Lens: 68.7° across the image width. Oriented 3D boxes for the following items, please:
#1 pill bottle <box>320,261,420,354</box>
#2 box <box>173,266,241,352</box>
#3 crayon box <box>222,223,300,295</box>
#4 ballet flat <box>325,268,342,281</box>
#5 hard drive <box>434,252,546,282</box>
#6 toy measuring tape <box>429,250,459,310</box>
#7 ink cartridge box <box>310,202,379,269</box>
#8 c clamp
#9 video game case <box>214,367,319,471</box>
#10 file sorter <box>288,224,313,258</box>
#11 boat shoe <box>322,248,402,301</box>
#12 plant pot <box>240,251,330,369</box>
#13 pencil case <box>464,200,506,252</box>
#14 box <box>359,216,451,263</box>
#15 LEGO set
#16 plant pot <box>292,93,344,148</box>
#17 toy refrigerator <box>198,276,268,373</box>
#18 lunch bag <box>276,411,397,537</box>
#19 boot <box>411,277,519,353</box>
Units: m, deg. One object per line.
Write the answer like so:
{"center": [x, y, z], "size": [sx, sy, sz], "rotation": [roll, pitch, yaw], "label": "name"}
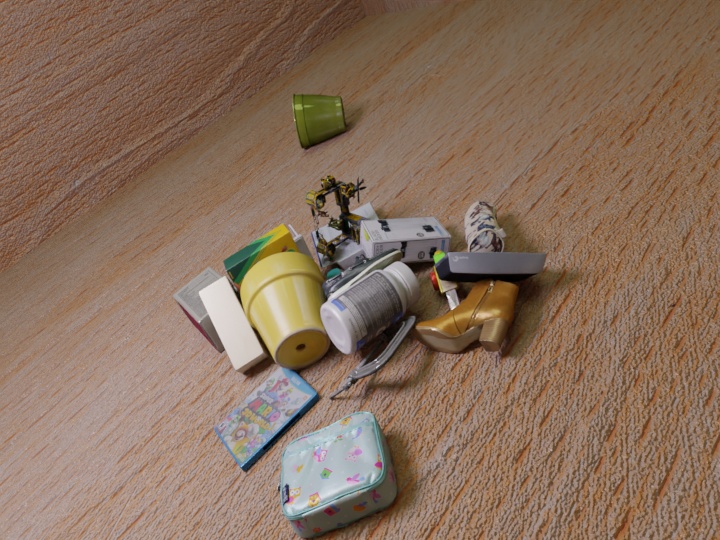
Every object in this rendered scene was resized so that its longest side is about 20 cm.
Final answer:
{"center": [0.024, 0.071, 1.081], "size": [0.197, 0.117, 0.113], "rotation": [-32, 34, -25], "label": "pill bottle"}
{"center": [-0.379, 0.097, 1.364], "size": [0.127, 0.111, 0.198], "rotation": [-40, 37, -20], "label": "box"}
{"center": [-0.209, 0.022, 1.270], "size": [0.169, 0.204, 0.058], "rotation": [-31, 34, -9], "label": "crayon box"}
{"center": [-0.034, 0.075, 1.211], "size": [0.068, 0.066, 0.203], "rotation": [-23, 38, 6], "label": "ballet flat"}
{"center": [0.254, -0.006, 1.045], "size": [0.191, 0.135, 0.044], "rotation": [1, 80, -5], "label": "hard drive"}
{"center": [0.192, 0.048, 1.121], "size": [0.071, 0.074, 0.206], "rotation": [-18, 58, 9], "label": "toy measuring tape"}
{"center": [-0.030, -0.086, 1.434], "size": [0.194, 0.041, 0.202], "rotation": [-25, 36, 2], "label": "ink cartridge box"}
{"center": [0.029, 0.163, 1.043], "size": [0.200, 0.027, 0.170], "rotation": [-45, 5, -38], "label": "c clamp"}
{"center": [-0.193, 0.292, 1.077], "size": [0.199, 0.018, 0.141], "rotation": [-41, 37, -20], "label": "video game case"}
{"center": [-0.223, -0.001, 1.367], "size": [0.196, 0.142, 0.124], "rotation": [-32, 32, -10], "label": "file sorter"}
{"center": [0.000, 0.001, 1.152], "size": [0.197, 0.075, 0.067], "rotation": [-37, 60, -3], "label": "boat shoe"}
{"center": [-0.153, 0.100, 1.159], "size": [0.195, 0.203, 0.192], "rotation": [-25, 50, -1], "label": "plant pot"}
{"center": [0.277, -0.090, 1.174], "size": [0.087, 0.079, 0.202], "rotation": [-26, 20, 19], "label": "pencil case"}
{"center": [0.104, -0.072, 1.246], "size": [0.192, 0.062, 0.118], "rotation": [-4, 31, -13], "label": "box"}
{"center": [-0.044, -0.125, 1.310], "size": [0.151, 0.208, 0.114], "rotation": [-24, 31, -36], "label": "LEGO set"}
{"center": [-0.154, -0.596, 2.056], "size": [0.185, 0.206, 0.204], "rotation": [-8, 36, 3], "label": "plant pot"}
{"center": [-0.292, 0.126, 1.216], "size": [0.074, 0.070, 0.204], "rotation": [-29, 75, -8], "label": "toy refrigerator"}
{"center": [-0.044, 0.332, 0.877], "size": [0.194, 0.079, 0.163], "rotation": [-22, 35, 5], "label": "lunch bag"}
{"center": [0.205, 0.082, 1.026], "size": [0.195, 0.072, 0.147], "rotation": [0, 48, 36], "label": "boot"}
